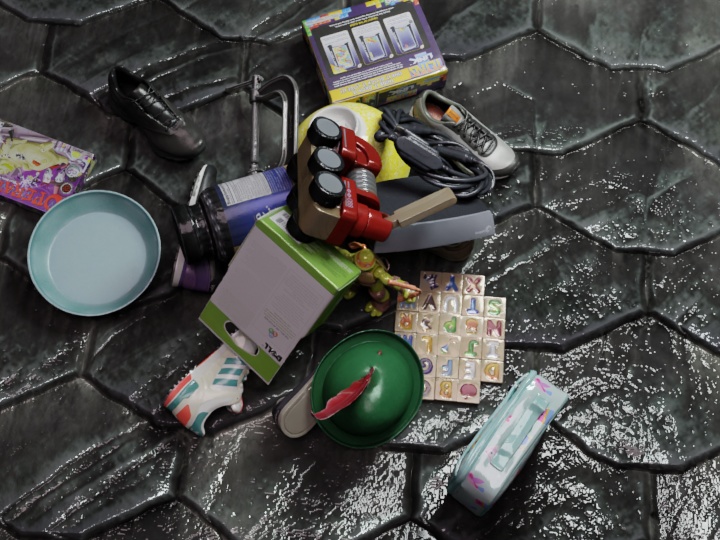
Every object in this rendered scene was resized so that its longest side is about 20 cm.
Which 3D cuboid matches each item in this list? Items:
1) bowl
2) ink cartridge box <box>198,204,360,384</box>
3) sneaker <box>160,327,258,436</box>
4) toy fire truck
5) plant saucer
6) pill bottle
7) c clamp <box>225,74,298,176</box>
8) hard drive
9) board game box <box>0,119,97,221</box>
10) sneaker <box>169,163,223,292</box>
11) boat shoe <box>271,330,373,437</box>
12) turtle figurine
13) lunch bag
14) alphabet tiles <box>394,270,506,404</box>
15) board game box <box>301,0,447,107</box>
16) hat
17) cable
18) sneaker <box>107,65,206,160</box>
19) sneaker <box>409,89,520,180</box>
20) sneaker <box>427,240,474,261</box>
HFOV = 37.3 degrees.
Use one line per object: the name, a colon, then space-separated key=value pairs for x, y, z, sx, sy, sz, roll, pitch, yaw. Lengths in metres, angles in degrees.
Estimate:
bowl: x=-0.029 y=-0.188 z=1.625 sx=0.198 sy=0.108 sz=0.202 roll=-6 pitch=59 yaw=10
ink cartridge box: x=-0.117 y=0.034 z=1.489 sx=0.148 sy=0.200 sz=0.076 roll=41 pitch=32 yaw=8
sneaker: x=-0.188 y=0.154 z=1.543 sx=0.200 sy=0.070 sz=0.094 roll=-42 pitch=92 yaw=-17
toy fire truck: x=0.013 y=-0.114 z=1.467 sx=0.199 sy=0.129 sz=0.177 roll=18 pitch=42 yaw=-21
plant saucer: x=-0.400 y=-0.023 z=1.617 sx=0.198 sy=0.036 sz=0.202 roll=1 pitch=71 yaw=-3
pill bottle: x=-0.168 y=-0.077 z=1.550 sx=0.199 sy=0.112 sz=0.113 roll=-18 pitch=69 yaw=-12
c clamp: x=-0.149 y=-0.220 z=1.669 sx=0.027 sy=0.170 sz=0.202 roll=12 pitch=69 yaw=-44
hard drive: x=0.086 y=-0.087 z=1.555 sx=0.198 sy=0.043 sz=0.135 roll=-9 pitch=41 yaw=-23
board game box: x=-0.532 y=-0.163 z=1.682 sx=0.199 sy=0.032 sz=0.121 roll=20 pitch=74 yaw=7
sneaker: x=-0.229 y=-0.061 z=1.629 sx=0.087 sy=0.076 sz=0.202 roll=13 pitch=72 yaw=-11
boat shoe: x=-0.049 y=0.153 z=1.534 sx=0.200 sy=0.063 sz=0.073 roll=-43 pitch=117 yaw=-13
turtle figurine: x=0.000 y=0.000 z=1.545 sx=0.199 sy=0.161 sz=0.065 roll=22 pitch=70 yaw=9
lunch bag: x=0.199 y=0.231 z=1.455 sx=0.077 sy=0.161 sz=0.200 roll=34 pitch=73 yaw=12
alphabet tiles: x=0.132 y=0.098 z=1.590 sx=0.165 sy=0.006 sz=0.202 roll=5 pitch=69 yaw=1
board game box: x=0.022 y=-0.354 z=1.744 sx=0.198 sy=0.057 sz=0.166 roll=-17 pitch=71 yaw=-7
hat: x=0.029 y=0.181 z=1.434 sx=0.199 sy=0.176 sz=0.166 roll=-34 pitch=105 yaw=-14
cable: x=0.111 y=-0.172 z=1.589 sx=0.199 sy=0.163 sz=0.051 roll=28 pitch=111 yaw=-7
sneaker: x=-0.328 y=-0.248 z=1.682 sx=0.199 sy=0.091 sz=0.076 roll=35 pitch=70 yaw=11
sneaker: x=0.162 y=-0.212 z=1.676 sx=0.199 sy=0.079 sz=0.074 roll=34 pitch=69 yaw=11
sneaker: x=0.079 y=-0.073 z=1.621 sx=0.198 sy=0.076 sz=0.071 roll=15 pitch=69 yaw=5
